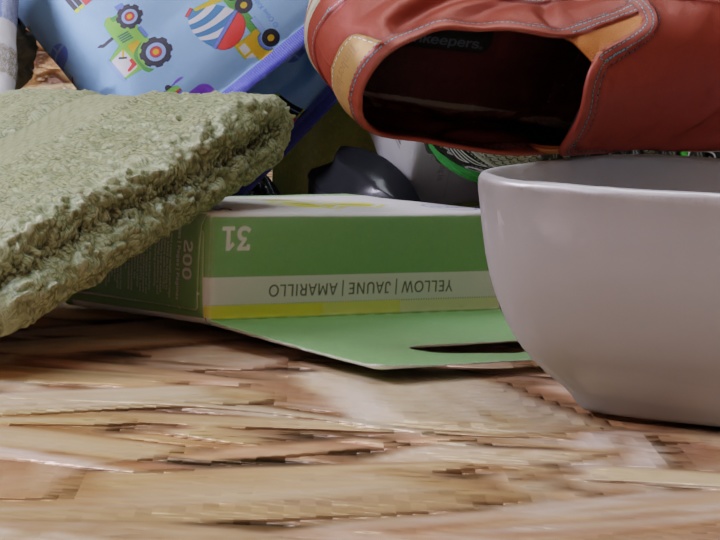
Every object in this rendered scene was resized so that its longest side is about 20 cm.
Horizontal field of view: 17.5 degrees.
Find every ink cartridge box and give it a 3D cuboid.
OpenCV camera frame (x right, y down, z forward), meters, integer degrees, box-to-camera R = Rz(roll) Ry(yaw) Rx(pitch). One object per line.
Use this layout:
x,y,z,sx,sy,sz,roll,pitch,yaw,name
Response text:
0.000,0.000,0.873,0.145,0.048,0.200,-2,5,-38,ink cartridge box

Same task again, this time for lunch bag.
-0.051,-0.152,1.058,0.151,0.200,0.094,50,6,22,lunch bag

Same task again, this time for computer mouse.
-0.028,-0.026,1.070,0.034,0.059,0.200,-24,15,-23,computer mouse

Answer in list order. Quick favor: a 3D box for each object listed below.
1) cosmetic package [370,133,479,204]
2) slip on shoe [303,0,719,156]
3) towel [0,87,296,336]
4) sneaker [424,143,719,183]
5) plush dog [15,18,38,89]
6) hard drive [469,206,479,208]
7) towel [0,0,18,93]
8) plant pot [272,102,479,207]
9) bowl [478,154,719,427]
0.110,-0.092,1.027,0.199,0.102,0.074,-5,48,-16,cosmetic package
0.080,-0.065,0.802,0.199,0.074,0.061,5,38,-12,slip on shoe
-0.127,-0.024,0.826,0.148,0.037,0.200,2,22,34,towel
0.119,-0.061,0.936,0.199,0.078,0.085,4,12,-17,sneaker
-0.268,-0.066,1.085,0.200,0.161,0.172,15,-16,-17,plush dog
0.134,-0.010,1.024,0.135,0.042,0.200,7,9,34,hard drive
-0.212,-0.070,0.942,0.146,0.024,0.200,7,47,-11,towel
0.033,-0.108,1.162,0.200,0.185,0.200,8,-2,0,plant pot
0.147,0.006,0.745,0.199,0.075,0.200,4,7,18,bowl
